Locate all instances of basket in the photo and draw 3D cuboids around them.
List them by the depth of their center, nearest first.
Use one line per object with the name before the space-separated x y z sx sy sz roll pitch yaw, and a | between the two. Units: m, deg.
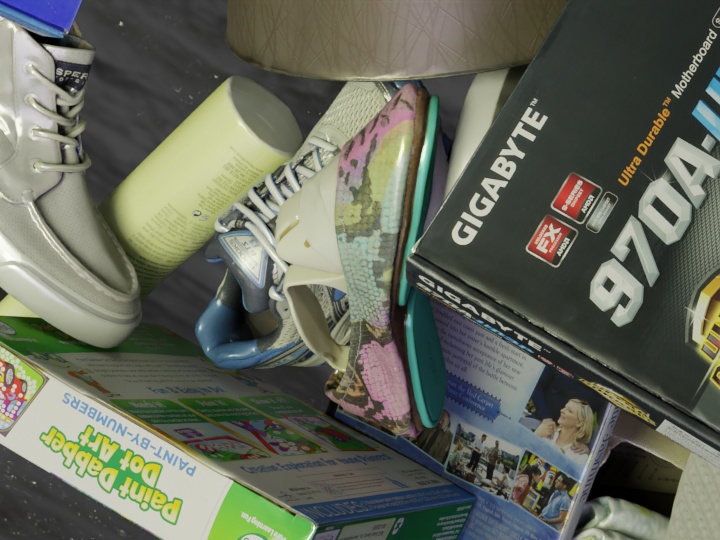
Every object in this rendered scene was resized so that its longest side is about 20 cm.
basket | 0.020 -0.196 0.883 0.180 0.136 0.200 -3 120 7

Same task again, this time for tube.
tube | -0.112 -0.015 1.054 0.058 0.052 0.200 40 117 -15

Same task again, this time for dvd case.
dvd case | 0.058 0.050 1.041 0.143 0.018 0.200 28 113 25

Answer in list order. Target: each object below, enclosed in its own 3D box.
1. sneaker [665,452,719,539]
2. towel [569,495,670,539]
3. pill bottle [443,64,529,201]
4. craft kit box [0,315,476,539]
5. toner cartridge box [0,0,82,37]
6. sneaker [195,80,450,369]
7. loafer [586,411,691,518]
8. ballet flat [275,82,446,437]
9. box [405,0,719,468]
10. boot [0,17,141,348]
sneaker | 0.190 0.182 1.040 0.114 0.073 0.201 23 90 -35
towel | 0.134 0.192 1.136 0.200 0.048 0.171 26 139 -33
pill bottle | 0.141 -0.022 0.917 0.200 0.111 0.111 10 124 11
craft kit box | -0.069 0.081 0.989 0.197 0.200 0.049 30 99 22
toner cartridge box | -0.127 -0.204 0.866 0.095 0.043 0.200 23 88 -22
sneaker | -0.022 -0.015 0.996 0.085 0.077 0.200 -15 147 -34
loafer | 0.105 0.095 1.104 0.200 0.068 0.076 2 123 2
ballet flat | 0.000 0.000 0.936 0.071 0.069 0.200 7 139 9
box | 0.135 -0.041 0.836 0.159 0.046 0.200 31 78 7
boot | -0.152 -0.064 0.985 0.096 0.074 0.200 -43 90 22
